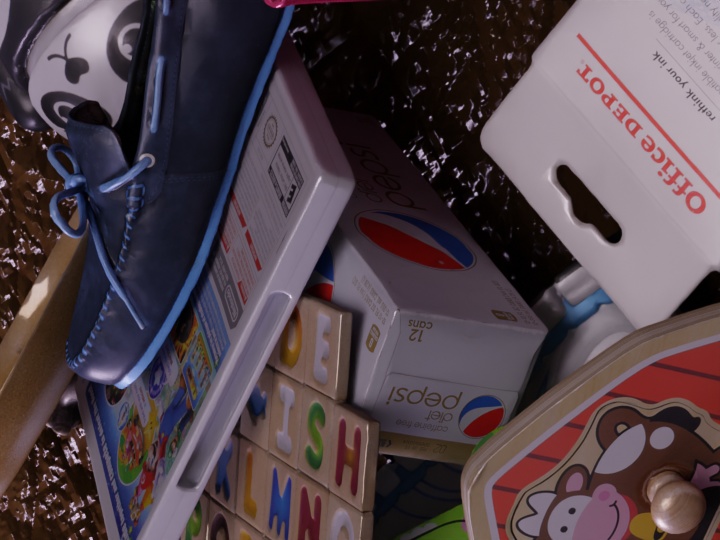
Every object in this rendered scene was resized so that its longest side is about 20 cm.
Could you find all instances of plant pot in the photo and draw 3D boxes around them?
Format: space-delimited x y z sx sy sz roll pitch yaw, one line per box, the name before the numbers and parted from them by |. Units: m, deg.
plant pot | -0.146 0.039 1.096 0.027 0.200 0.200 28 118 -8

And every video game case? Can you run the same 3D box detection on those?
video game case | -0.065 0.010 0.991 0.200 0.018 0.143 -63 27 24

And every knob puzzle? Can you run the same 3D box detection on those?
knob puzzle | 0.130 0.097 0.880 0.030 0.219 0.220 -118 44 -59

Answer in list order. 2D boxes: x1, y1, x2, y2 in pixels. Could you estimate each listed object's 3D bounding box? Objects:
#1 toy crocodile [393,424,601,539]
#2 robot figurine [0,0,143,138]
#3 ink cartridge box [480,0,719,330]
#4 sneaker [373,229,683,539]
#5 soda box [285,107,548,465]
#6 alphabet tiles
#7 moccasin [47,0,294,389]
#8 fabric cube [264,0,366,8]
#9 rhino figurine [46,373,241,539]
toy crocodile | 0.104 0.085 0.915 0.062 0.200 0.068 -123 15 -48
robot figurine | -0.121 -0.145 1.067 0.125 0.150 0.200 -29 74 -10
ink cartridge box | 0.148 -0.082 0.912 0.117 0.067 0.200 52 121 20
sneaker | 0.070 0.080 0.993 0.087 0.075 0.200 47 124 11
soda box | 0.000 0.000 0.979 0.200 0.068 0.064 54 129 56
alphabet tiles | -0.036 0.088 0.956 0.200 0.008 0.168 -158 71 -67
moccasin | -0.089 -0.053 0.975 0.080 0.068 0.200 35 108 65
fabric cube | 0.015 -0.231 0.909 0.196 0.199 0.200 46 121 22
rhino figurine | -0.057 0.093 1.096 0.200 0.060 0.088 44 123 19
